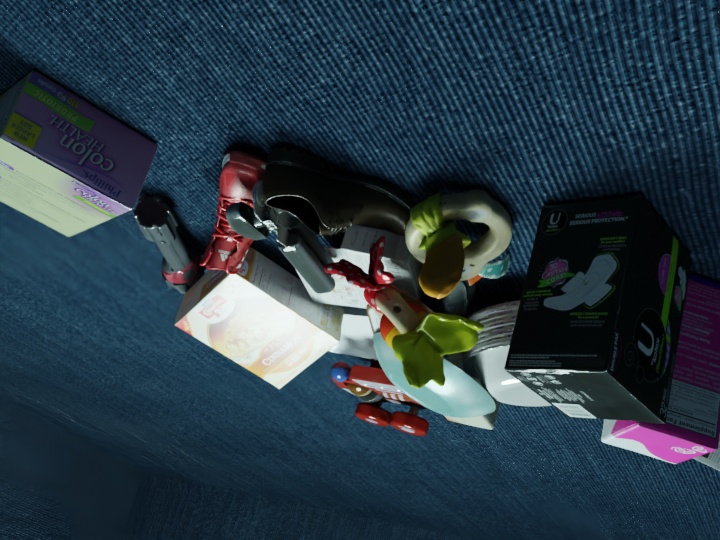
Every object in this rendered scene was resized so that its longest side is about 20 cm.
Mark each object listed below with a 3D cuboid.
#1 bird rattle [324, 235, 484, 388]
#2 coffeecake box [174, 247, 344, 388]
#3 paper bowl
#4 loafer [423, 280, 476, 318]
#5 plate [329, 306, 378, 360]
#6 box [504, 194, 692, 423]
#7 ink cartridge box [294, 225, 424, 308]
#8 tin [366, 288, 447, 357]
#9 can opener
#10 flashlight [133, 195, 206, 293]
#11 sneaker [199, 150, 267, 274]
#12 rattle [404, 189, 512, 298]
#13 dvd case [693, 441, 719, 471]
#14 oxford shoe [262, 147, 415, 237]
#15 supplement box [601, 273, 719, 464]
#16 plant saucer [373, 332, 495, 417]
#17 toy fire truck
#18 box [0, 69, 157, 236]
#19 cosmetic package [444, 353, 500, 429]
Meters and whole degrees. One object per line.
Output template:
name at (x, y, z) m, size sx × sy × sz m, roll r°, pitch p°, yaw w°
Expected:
bird rattle at (0.043, 0.061, 1.183) m, size 0.200 × 0.113 × 0.163 m, roll 39°, pitch 167°, yaw 21°
coffeecake box at (-0.151, 0.070, 1.468) m, size 0.200 × 0.073 × 0.153 m, roll 35°, pitch 127°, yaw -23°
paper bowl at (0.237, 0.120, 1.326) m, size 0.199 × 0.105 × 0.201 m, roll 2°, pitch 158°, yaw 1°
loafer at (0.120, 0.045, 1.329) m, size 0.068 × 0.071 × 0.201 m, roll 12°, pitch 157°, yaw 10°
plate at (0.005, 0.097, 1.584) m, size 0.199 × 0.032 × 0.200 m, roll 6°, pitch 157°, yaw 24°
box at (0.261, 0.044, 1.055) m, size 0.124 × 0.201 × 0.148 m, roll -3°, pitch 151°, yaw 42°
ink cartridge box at (0.000, 0.000, 1.344) m, size 0.175 × 0.045 × 0.200 m, roll 11°, pitch 157°, yaw 16°
tin at (0.064, 0.084, 1.353) m, size 0.112 × 0.042 × 0.200 m, roll 32°, pitch 163°, yaw 20°
can opener at (-0.092, -0.039, 1.207) m, size 0.066 × 0.053 × 0.200 m, roll -13°, pitch 143°, yaw 25°
flashlight at (-0.281, -0.039, 1.432) m, size 0.067 × 0.068 × 0.200 m, roll 1°, pitch 151°, yaw 9°
sneaker at (-0.152, -0.059, 1.216) m, size 0.078 × 0.116 × 0.200 m, roll 16°, pitch 158°, yaw 2°
rattle at (0.131, 0.007, 1.139) m, size 0.130 × 0.143 × 0.200 m, roll -23°, pitch 142°, yaw 0°
dvd case at (0.398, 0.145, 1.241) m, size 0.199 × 0.151 × 0.025 m, roll 24°, pitch -173°, yaw 4°
oxford shoe at (-0.023, -0.069, 1.145) m, size 0.199 × 0.085 × 0.073 m, roll 17°, pitch 154°, yaw -11°
supplement box at (0.360, 0.111, 1.143) m, size 0.103 × 0.201 × 0.101 m, roll 18°, pitch 158°, yaw -4°
plant saucer at (0.094, 0.159, 1.372) m, size 0.200 × 0.039 × 0.201 m, roll 31°, pitch 163°, yaw 10°
toy fire truck at (0.036, 0.196, 1.665) m, size 0.199 × 0.113 × 0.168 m, roll 6°, pitch 159°, yaw 40°
box at (-0.386, -0.138, 1.222) m, size 0.176 × 0.097 × 0.200 m, roll 31°, pitch 155°, yaw -31°
cosmetic package at (0.160, 0.168, 1.552) m, size 0.087 × 0.104 × 0.200 m, roll 8°, pitch 155°, yaw 26°
